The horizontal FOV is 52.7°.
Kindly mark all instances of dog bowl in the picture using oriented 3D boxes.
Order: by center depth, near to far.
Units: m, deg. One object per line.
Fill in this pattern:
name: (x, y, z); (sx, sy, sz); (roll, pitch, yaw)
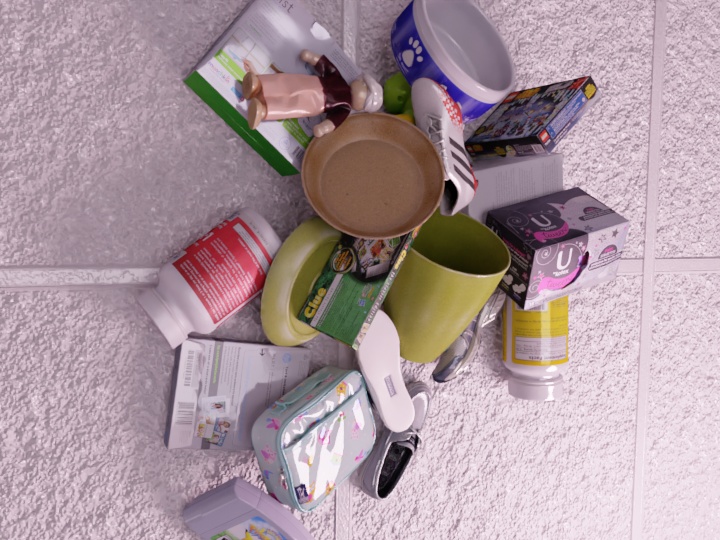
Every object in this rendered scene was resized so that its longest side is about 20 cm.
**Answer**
dog bowl: (0.142, -0.329, 1.103); (0.198, 0.078, 0.204); (24, 50, -31)

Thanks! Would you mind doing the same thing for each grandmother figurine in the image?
grandmother figurine: (-0.058, -0.238, 0.978); (0.196, 0.060, 0.124); (-6, 89, -27)

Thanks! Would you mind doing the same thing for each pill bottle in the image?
pill bottle: (-0.203, 0.012, 1.001); (0.199, 0.112, 0.113); (-38, 109, -18)
pill bottle: (0.300, 0.112, 1.248); (0.112, 0.114, 0.205); (-4, 96, -25)

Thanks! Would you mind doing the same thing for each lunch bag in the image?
lunch bag: (-0.065, 0.241, 1.065); (0.199, 0.076, 0.164); (-34, 123, -43)

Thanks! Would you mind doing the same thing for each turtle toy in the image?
turtle toy: (0.080, -0.205, 1.121); (0.144, 0.100, 0.205); (-10, 100, -38)

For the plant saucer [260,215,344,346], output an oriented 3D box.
plant saucer: (-0.067, 0.021, 1.049); (0.199, 0.031, 0.203); (-38, 140, -41)

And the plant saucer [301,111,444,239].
plant saucer: (0.017, -0.125, 0.997); (0.195, 0.036, 0.204); (1, 64, -3)

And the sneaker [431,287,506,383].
sneaker: (0.160, 0.090, 1.211); (0.086, 0.077, 0.202); (35, 71, -14)

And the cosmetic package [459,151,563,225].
cosmetic package: (0.243, -0.134, 1.218); (0.196, 0.071, 0.104); (-14, 109, -24)

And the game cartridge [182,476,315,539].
game cartridge: (-0.149, 0.387, 1.058); (0.132, 0.041, 0.201); (-33, 112, 24)

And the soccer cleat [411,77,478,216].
soccer cleat: (0.114, -0.174, 1.043); (0.085, 0.068, 0.203); (-47, 127, -38)

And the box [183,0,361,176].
box: (-0.115, -0.268, 1.029); (0.199, 0.096, 0.178); (41, 77, -22)

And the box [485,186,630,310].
box: (0.310, -0.041, 1.167); (0.196, 0.132, 0.117); (-16, 128, -23)

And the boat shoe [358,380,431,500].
boat shoe: (0.069, 0.278, 1.175); (0.069, 0.071, 0.203); (33, 80, -24)

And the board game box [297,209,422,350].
board game box: (0.000, 0.000, 1.009); (0.203, 0.103, 0.023); (-61, 148, -10)

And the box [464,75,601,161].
box: (0.267, -0.238, 1.156); (0.137, 0.199, 0.040); (-47, 111, -15)

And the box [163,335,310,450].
box: (-0.178, 0.182, 1.067); (0.196, 0.041, 0.160); (7, 91, -25)

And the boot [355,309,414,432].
boot: (0.023, 0.147, 1.126); (0.071, 0.090, 0.204); (-18, 107, -18)

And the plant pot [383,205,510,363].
plant pot: (0.108, 0.034, 1.115); (0.183, 0.188, 0.203); (2, 125, -25)
